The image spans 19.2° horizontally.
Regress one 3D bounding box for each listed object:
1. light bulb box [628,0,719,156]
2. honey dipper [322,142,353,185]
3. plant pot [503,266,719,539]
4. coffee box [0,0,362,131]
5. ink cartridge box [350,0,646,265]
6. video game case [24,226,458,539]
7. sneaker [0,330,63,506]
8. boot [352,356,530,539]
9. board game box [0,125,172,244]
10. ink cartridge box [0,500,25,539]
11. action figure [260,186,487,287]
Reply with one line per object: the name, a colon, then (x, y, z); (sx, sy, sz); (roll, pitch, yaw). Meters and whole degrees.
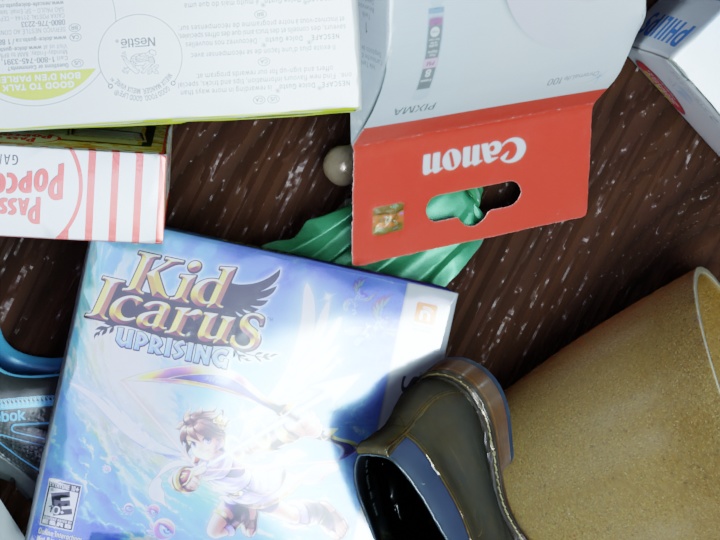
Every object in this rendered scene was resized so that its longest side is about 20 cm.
light bulb box: (0.285, -0.118, 1.152); (0.200, 0.125, 0.198); (-44, 101, 4)
honey dipper: (0.052, -0.123, 1.177); (0.200, 0.038, 0.038); (-44, 101, 4)
plant pot: (0.130, 0.120, 1.172); (0.199, 0.186, 0.187); (-22, 102, 17)
coffee box: (-0.109, -0.179, 1.072); (0.199, 0.200, 0.199); (-4, 101, -4)
ink cartridge box: (0.073, -0.105, 1.123); (0.162, 0.057, 0.201); (-12, 110, -28)
video game case: (-0.063, 0.078, 1.139); (0.199, 0.045, 0.182); (12, 90, -5)
sneaker: (-0.157, 0.097, 1.186); (0.200, 0.073, 0.082); (30, 98, -9)
boot: (0.044, 0.154, 1.085); (0.075, 0.097, 0.201); (-8, 102, 34)
board game box: (-0.173, -0.053, 1.091); (0.151, 0.200, 0.046); (3, 98, -4)
ink cartridge box: (-0.277, 0.136, 1.150); (0.146, 0.083, 0.200); (-22, 104, 34)
action figure: (0.000, 0.000, 1.189); (0.200, 0.055, 0.118); (-42, 99, -1)
